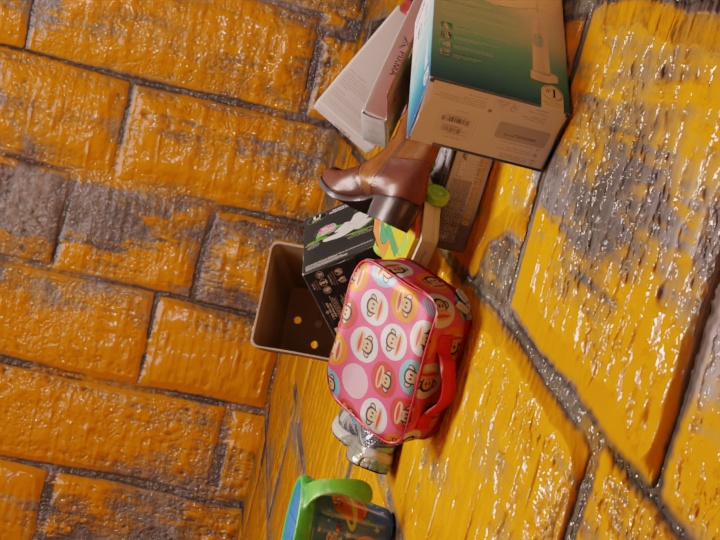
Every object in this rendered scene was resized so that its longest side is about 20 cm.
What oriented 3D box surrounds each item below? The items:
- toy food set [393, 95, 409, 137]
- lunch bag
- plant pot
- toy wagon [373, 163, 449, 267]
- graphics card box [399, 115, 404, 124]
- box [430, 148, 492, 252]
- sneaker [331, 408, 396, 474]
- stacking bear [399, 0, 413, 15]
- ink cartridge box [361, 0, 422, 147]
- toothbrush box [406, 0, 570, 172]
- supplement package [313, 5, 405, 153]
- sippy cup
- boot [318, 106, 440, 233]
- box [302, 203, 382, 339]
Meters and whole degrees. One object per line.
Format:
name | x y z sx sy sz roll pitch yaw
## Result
toy food set | 0.087 -0.228 1.513 0.200 0.049 0.198 -117 43 -85
lunch bag | 0.050 0.098 1.308 0.176 0.082 0.200 35 117 43
plant pot | -0.081 0.079 2.086 0.177 0.199 0.200 90 -170 -75
toy wagon | 0.054 -0.075 1.422 0.200 0.040 0.155 -107 31 -47
graphics card box | 0.091 -0.197 1.768 0.200 0.051 0.126 154 129 -79
box | 0.127 -0.145 1.424 0.158 0.048 0.200 -99 23 -67
sneaker | 0.019 0.220 1.582 0.086 0.078 0.200 -65 16 4
stacking bear | 0.142 -0.460 1.649 0.121 0.114 0.200 -97 26 -68
ink cartridge box | 0.057 -0.292 1.537 0.174 0.044 0.200 85 -152 -71
toothbrush box | 0.131 -0.212 1.153 0.085 0.146 0.200 112 167 -47
supplement package | 0.036 -0.305 1.805 0.200 0.121 0.120 -49 6 -2
sippy cup | -0.030 0.345 1.444 0.178 0.130 0.140 127 155 -71
boot | 0.041 -0.163 1.364 0.188 0.068 0.200 29 95 60
box | 0.000 0.000 1.613 0.200 0.124 0.149 -93 -20 -64
